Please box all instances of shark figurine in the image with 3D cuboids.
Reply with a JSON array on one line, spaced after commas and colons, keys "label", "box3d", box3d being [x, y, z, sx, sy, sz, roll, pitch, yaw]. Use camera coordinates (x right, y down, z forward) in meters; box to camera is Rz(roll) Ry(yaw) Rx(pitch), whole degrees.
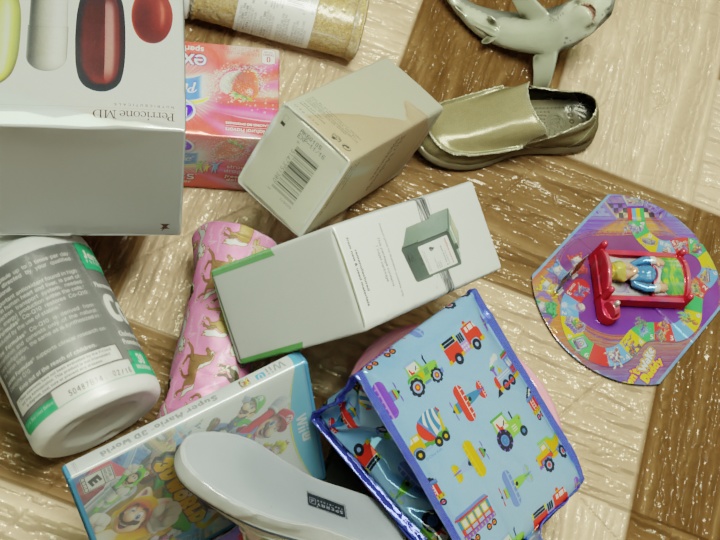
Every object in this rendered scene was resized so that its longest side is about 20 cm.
[{"label": "shark figurine", "box3d": [0.158, -0.269, 1.259, 0.213, 0.129, 0.089, 24, 35, 19]}]

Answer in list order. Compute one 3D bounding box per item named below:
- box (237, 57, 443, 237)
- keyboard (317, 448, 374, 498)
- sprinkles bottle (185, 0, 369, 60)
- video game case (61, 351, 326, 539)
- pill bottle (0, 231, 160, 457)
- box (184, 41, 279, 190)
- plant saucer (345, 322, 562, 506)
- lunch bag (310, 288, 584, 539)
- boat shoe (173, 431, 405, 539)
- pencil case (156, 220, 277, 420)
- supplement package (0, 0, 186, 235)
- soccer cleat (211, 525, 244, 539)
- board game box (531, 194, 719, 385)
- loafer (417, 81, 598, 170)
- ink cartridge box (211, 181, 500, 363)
[{"label": "box", "box3d": [-0.013, -0.115, 1.077, 0.078, 0.095, 0.200, 41, 34, 8]}, {"label": "keyboard", "box3d": [-0.007, 0.240, 1.004, 0.126, 0.021, 0.201, 30, 64, 9]}, {"label": "sprinkles bottle", "box3d": [-0.093, -0.263, 1.189, 0.198, 0.068, 0.069, 14, 63, -6]}, {"label": "video game case", "box3d": [-0.123, 0.159, 0.947, 0.199, 0.144, 0.018, -26, 44, -20]}, {"label": "pill bottle", "box3d": [-0.255, 0.040, 0.988, 0.112, 0.113, 0.201, -24, 73, -21]}, {"label": "box", "box3d": [-0.176, -0.142, 1.099, 0.198, 0.095, 0.104, 4, 65, -11]}, {"label": "plant saucer", "box3d": [0.075, 0.142, 1.035, 0.198, 0.051, 0.202, 10, 54, -14]}, {"label": "lunch bag", "box3d": [0.086, 0.142, 0.959, 0.150, 0.094, 0.201, -32, 81, -37]}, {"label": "boat shoe", "box3d": [-0.061, 0.191, 0.924, 0.199, 0.065, 0.074, 29, 30, -17]}, {"label": "pencil case", "box3d": [-0.121, 0.061, 1.021, 0.082, 0.087, 0.202, -4, 62, 22]}, {"label": "supplement package", "box3d": [-0.234, -0.150, 0.948, 0.189, 0.147, 0.202, 0, 60, -11]}, {"label": "soccer cleat", "box3d": [-0.114, 0.242, 0.940, 0.199, 0.074, 0.068, -35, 57, -22]}, {"label": "board game box", "box3d": [0.267, 0.010, 1.158, 0.158, 0.039, 0.200, 43, 65, 9]}, {"label": "loafer", "box3d": [0.147, -0.151, 1.191, 0.198, 0.068, 0.077, -10, 68, -17]}, {"label": "ink cartridge box", "box3d": [0.000, 0.000, 0.998, 0.199, 0.145, 0.085, -21, 92, -51]}]
